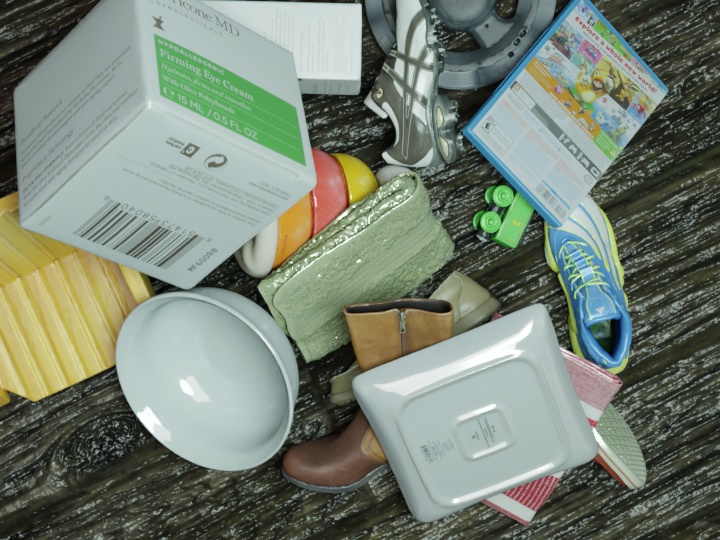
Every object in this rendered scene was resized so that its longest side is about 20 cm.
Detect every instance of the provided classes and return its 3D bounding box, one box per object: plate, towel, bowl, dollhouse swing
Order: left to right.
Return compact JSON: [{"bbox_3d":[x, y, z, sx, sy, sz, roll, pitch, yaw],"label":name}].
[{"bbox_3d":[-0.317,0.027,1.404,0.200,0.176,0.182,-24,90,-3],"label":"dollhouse swing"},{"bbox_3d":[-0.138,0.093,1.432,0.201,0.090,0.201,12,121,21],"label":"bowl"},{"bbox_3d":[0.000,0.000,1.440,0.200,0.148,0.036,-38,51,-5],"label":"towel"},{"bbox_3d":[0.116,0.149,1.381,0.200,0.032,0.200,-22,121,4],"label":"plate"},{"bbox_3d":[0.155,0.152,1.448,0.144,0.023,0.200,29,118,2],"label":"towel"}]

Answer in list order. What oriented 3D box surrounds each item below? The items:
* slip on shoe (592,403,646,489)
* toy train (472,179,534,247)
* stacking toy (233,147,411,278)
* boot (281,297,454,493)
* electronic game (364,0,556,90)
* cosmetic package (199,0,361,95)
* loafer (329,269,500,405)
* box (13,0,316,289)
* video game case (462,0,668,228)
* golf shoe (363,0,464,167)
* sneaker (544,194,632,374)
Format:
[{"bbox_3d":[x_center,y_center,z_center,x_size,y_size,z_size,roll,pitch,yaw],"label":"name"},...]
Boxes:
[{"bbox_3d":[0.217,0.156,1.481,0.200,0.074,0.061,41,123,-7],"label":"slip on shoe"},{"bbox_3d":[0.180,-0.115,1.491,0.056,0.042,0.200,27,88,-12],"label":"toy train"},{"bbox_3d":[-0.033,-0.073,1.458,0.200,0.146,0.146,-6,89,-21],"label":"stacking toy"},{"bbox_3d":[0.004,0.122,1.391,0.188,0.069,0.200,-4,126,7],"label":"boot"},{"bbox_3d":[0.104,-0.288,1.488,0.200,0.042,0.200,0,95,3],"label":"electronic game"},{"bbox_3d":[-0.099,-0.225,1.448,0.200,0.113,0.081,0,89,0],"label":"cosmetic package"},{"bbox_3d":[0.047,0.070,1.468,0.200,0.076,0.067,-32,78,2],"label":"loafer"},{"bbox_3d":[-0.182,-0.124,1.314,0.200,0.199,0.171,-37,48,31],"label":"box"},{"bbox_3d":[0.212,-0.164,1.462,0.143,0.018,0.200,44,73,-14],"label":"video game case"},{"bbox_3d":[0.044,-0.201,1.442,0.094,0.078,0.200,-10,92,9],"label":"golf shoe"},{"bbox_3d":[0.241,0.011,1.457,0.076,0.105,0.200,-15,90,-2],"label":"sneaker"}]
